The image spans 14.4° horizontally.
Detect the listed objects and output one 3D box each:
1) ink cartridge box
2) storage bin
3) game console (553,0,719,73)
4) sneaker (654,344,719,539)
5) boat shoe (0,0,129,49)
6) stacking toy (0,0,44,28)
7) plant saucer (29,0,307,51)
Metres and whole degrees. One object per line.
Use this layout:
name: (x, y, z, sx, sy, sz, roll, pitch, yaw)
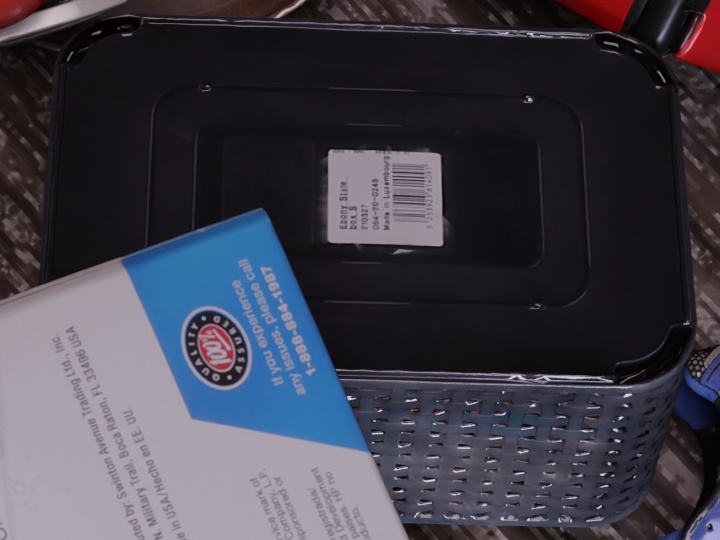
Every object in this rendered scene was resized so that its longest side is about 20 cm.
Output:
ink cartridge box: (-0.094, 0.089, 0.763, 0.200, 0.084, 0.146, -20, 83, -21)
storage bin: (0.000, 0.000, 0.917, 0.200, 0.094, 0.135, 1, 56, -2)
game console: (0.134, -0.174, 0.957, 0.172, 0.119, 0.200, 32, 106, 18)
sneaker: (0.128, 0.113, 0.933, 0.078, 0.075, 0.200, 9, 69, -7)
boat shoe: (-0.174, -0.095, 0.939, 0.200, 0.074, 0.060, -6, 96, 18)
stacking toy: (-0.082, -0.148, 0.903, 0.085, 0.085, 0.200, 36, 55, 4)
plant saucer: (-0.081, -0.167, 1.000, 0.200, 0.032, 0.200, 0, 79, -2)
